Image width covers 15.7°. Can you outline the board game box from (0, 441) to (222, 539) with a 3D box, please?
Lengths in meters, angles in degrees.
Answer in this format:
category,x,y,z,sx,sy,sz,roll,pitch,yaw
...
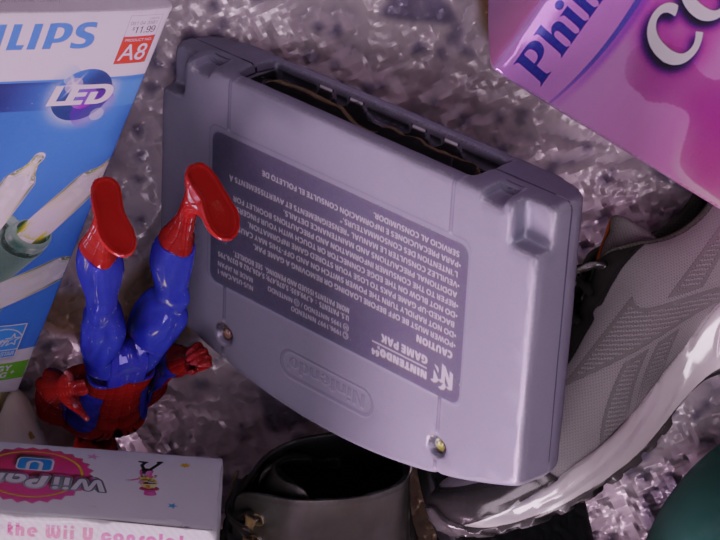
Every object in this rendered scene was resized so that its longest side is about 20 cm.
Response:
category,x,y,z,sx,sy,sz,roll,pitch,yaw
board game box,-0.132,0.170,1.024,0.147,0.064,0.201,5,113,-1

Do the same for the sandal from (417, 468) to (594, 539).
category,x,y,z,sx,sy,sz,roll,pitch,yaw
sandal,0.067,0.134,1.085,0.048,0.075,0.201,-29,79,51

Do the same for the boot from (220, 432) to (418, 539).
category,x,y,z,sx,sy,sz,roll,pitch,yaw
boot,-0.066,0.133,1.073,0.199,0.078,0.139,-18,136,-12

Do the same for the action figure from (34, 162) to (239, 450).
category,x,y,z,sx,sy,sz,roll,pitch,yaw
action figure,-0.095,0.031,1.045,0.065,0.052,0.200,-14,156,-22

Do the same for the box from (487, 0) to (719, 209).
category,x,y,z,sx,sy,sz,roll,pitch,yaw
box,0.177,-0.110,0.970,0.200,0.097,0.176,31,114,-12

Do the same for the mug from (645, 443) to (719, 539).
category,x,y,z,sx,sy,sz,roll,pitch,yaw
mug,0.193,0.136,1.058,0.152,0.114,0.185,-42,113,-2

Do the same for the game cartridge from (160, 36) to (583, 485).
category,x,y,z,sx,sy,sz,roll,pitch,yaw
game cartridge,0.000,0.000,1.007,0.200,0.041,0.134,26,121,37

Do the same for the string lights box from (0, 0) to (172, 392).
category,x,y,z,sx,sy,sz,roll,pitch,yaw
string lights box,-0.156,-0.039,0.982,0.103,0.059,0.200,-6,138,-35

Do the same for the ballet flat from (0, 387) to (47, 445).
category,x,y,z,sx,sy,sz,roll,pitch,yaw
ballet flat,-0.179,0.068,1.060,0.200,0.069,0.071,27,75,-17

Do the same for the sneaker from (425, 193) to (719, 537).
category,x,y,z,sx,sy,sz,roll,pitch,yaw
sneaker,0.099,0.031,1.042,0.200,0.074,0.079,-42,97,-9
